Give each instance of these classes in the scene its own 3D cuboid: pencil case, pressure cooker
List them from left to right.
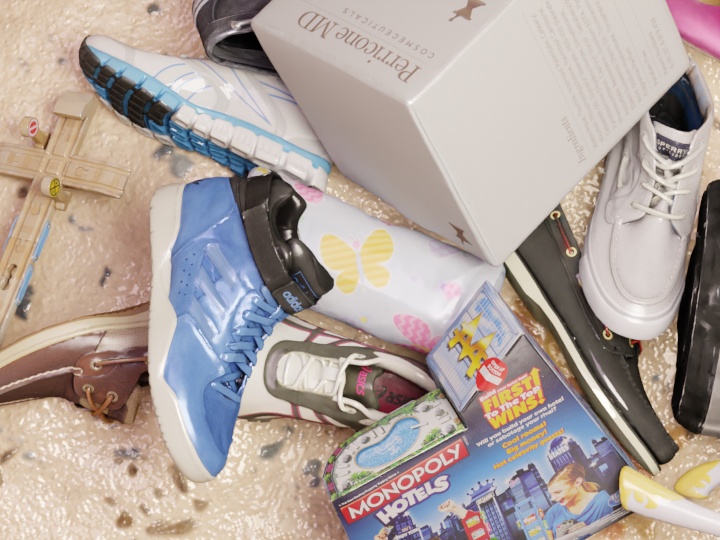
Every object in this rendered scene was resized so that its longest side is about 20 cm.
[{"bbox_3d":[0.000,0.000,1.595,0.199,0.091,0.084,22,82,4],"label":"pencil case"},{"bbox_3d":[0.309,0.035,1.537,0.198,0.179,0.177,7,73,4],"label":"pressure cooker"}]

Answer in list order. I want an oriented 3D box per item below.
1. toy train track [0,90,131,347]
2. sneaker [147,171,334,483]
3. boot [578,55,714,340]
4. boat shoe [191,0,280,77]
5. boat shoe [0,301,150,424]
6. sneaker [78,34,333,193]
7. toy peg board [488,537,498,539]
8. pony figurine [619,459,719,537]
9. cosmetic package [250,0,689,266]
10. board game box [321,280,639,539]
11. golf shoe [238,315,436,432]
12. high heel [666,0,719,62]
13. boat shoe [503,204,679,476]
[{"bbox_3d":[-0.230,-0.038,1.622,0.114,0.033,0.201,11,70,24],"label":"toy train track"},{"bbox_3d":[-0.073,0.031,1.503,0.110,0.077,0.201,-10,65,15],"label":"sneaker"},{"bbox_3d":[0.192,-0.056,1.564,0.073,0.096,0.201,11,47,-4],"label":"boot"},{"bbox_3d":[-0.016,-0.157,1.620,0.198,0.072,0.068,7,42,-22],"label":"boat shoe"},{"bbox_3d":[-0.167,0.070,1.599,0.198,0.072,0.073,-15,77,-10],"label":"boat shoe"},{"bbox_3d":[-0.100,-0.125,1.651,0.199,0.075,0.087,27,71,-1],"label":"sneaker"},{"bbox_3d":[0.064,0.288,1.506,0.198,0.098,0.201,-30,106,8],"label":"toy peg board"},{"bbox_3d":[0.274,0.207,1.510,0.199,0.166,0.195,-2,97,26],"label":"pony figurine"},{"bbox_3d":[0.075,-0.148,1.536,0.200,0.167,0.167,-46,46,-14],"label":"cosmetic package"},{"bbox_3d":[0.072,0.114,1.514,0.199,0.201,0.062,-27,41,-6],"label":"board game box"},{"bbox_3d":[-0.027,0.066,1.562,0.198,0.088,0.078,13,79,-12],"label":"golf shoe"},{"bbox_3d":[0.228,-0.225,1.649,0.200,0.067,0.096,44,115,22],"label":"high heel"},{"bbox_3d":[0.160,0.043,1.591,0.063,0.074,0.202,-30,73,-3],"label":"boat shoe"}]
